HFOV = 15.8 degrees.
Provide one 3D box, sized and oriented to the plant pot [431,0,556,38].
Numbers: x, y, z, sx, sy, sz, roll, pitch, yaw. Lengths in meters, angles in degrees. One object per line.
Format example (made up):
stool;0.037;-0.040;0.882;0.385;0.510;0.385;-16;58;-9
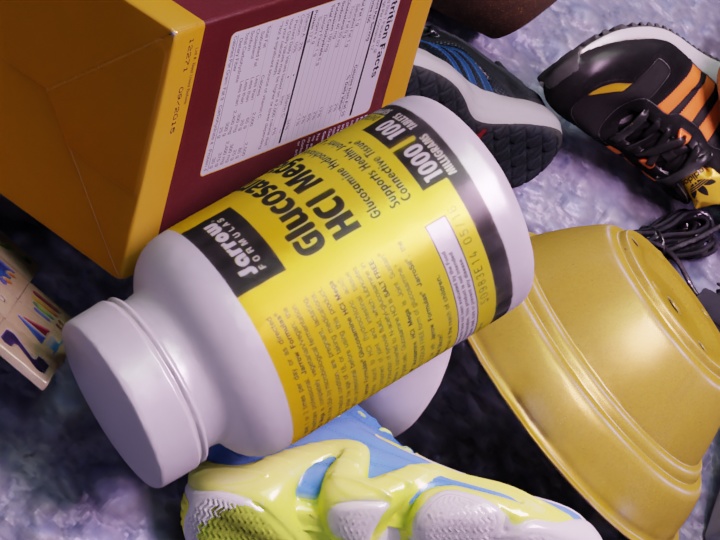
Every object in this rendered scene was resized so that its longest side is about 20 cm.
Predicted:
plant pot;0.045;-0.239;1.508;0.200;0.187;0.187;47;39;-15

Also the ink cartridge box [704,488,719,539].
ink cartridge box;0.275;0.077;1.338;0.083;0.200;0.146;28;66;-12

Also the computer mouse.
computer mouse;0.210;0.043;1.461;0.140;0.046;0.200;-11;62;-44

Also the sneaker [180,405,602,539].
sneaker;0.017;0.099;1.218;0.199;0.076;0.105;10;39;-8

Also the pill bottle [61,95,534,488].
pill bottle;-0.029;0.012;1.175;0.199;0.113;0.113;-31;74;-18

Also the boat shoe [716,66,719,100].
boat shoe;0.266;-0.048;1.517;0.070;0.070;0.201;-36;116;-53

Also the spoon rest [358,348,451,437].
spoon rest;0.000;0.000;1.314;0.060;0.100;0.200;11;37;-35

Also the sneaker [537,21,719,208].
sneaker;0.183;-0.082;1.513;0.200;0.070;0.090;11;50;-53

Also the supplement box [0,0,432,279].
supplement box;-0.104;-0.125;1.261;0.197;0.133;0.200;34;36;27

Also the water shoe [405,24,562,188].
water shoe;0.030;-0.096;1.423;0.200;0.072;0.079;19;29;-52

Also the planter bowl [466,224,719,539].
planter bowl;0.131;0.038;1.316;0.200;0.083;0.201;47;16;-17

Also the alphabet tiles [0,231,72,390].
alphabet tiles;-0.210;-0.024;1.166;0.200;0.006;0.166;41;12;-7
